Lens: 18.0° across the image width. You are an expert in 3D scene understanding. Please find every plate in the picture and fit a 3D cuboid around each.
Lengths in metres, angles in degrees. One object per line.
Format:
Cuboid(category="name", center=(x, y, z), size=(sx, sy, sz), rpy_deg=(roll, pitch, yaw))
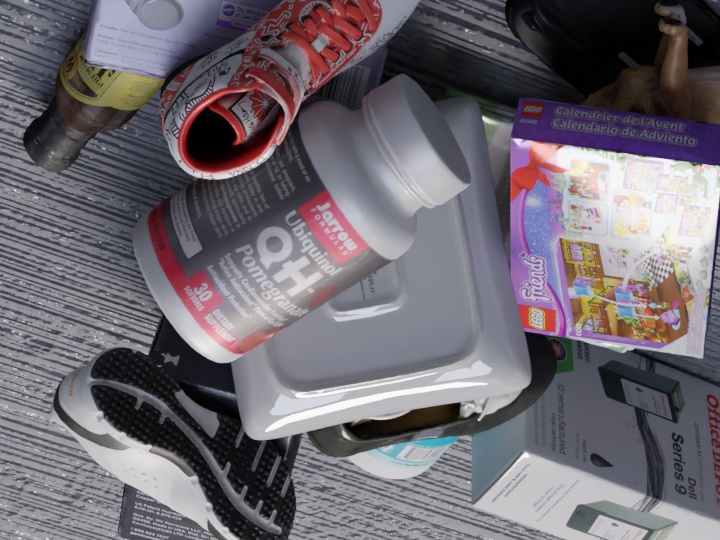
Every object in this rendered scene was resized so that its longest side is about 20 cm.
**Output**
Cuboid(category="plate", center=(0.000, 0.000, 1.510), size=(0.199, 0.032, 0.201), rpy_deg=(-11, 93, 3))

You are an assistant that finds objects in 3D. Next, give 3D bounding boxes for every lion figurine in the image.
Cuboid(category="lion figurine", center=(0.240, -0.113, 1.498), size=(0.198, 0.073, 0.123), rpy_deg=(1, 115, -3))

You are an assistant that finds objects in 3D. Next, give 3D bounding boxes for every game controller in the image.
Cuboid(category="game controller", center=(0.192, -0.149, 1.538), size=(0.104, 0.042, 0.200), rpy_deg=(-41, 124, 21))

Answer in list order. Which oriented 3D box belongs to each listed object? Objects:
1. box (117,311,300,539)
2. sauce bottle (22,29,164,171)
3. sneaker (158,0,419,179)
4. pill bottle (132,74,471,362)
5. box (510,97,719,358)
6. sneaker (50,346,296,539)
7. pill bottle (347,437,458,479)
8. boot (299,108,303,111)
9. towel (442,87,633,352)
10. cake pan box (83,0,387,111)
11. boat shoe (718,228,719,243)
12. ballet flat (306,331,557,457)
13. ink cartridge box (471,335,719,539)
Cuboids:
Cuboid(category="box", center=(-0.092, 0.078, 1.668), size=(0.117, 0.197, 0.201), rpy_deg=(14, 138, 1))
Cuboid(category="sauce bottle", center=(-0.165, -0.138, 1.543), size=(0.064, 0.065, 0.200), rpy_deg=(26, 132, -23))
Cuboid(category="sneaker", center=(-0.034, -0.128, 1.375), size=(0.201, 0.108, 0.067), rpy_deg=(-33, 113, 8))
Cuboid(category="pill bottle", center=(-0.034, -0.036, 1.426), size=(0.199, 0.111, 0.111), rpy_deg=(-32, 129, 15))
Cuboid(category="box", center=(0.168, -0.025, 1.504), size=(0.136, 0.039, 0.201), rpy_deg=(8, 142, 10))
Cuboid(category="sneaker", center=(-0.125, 0.124, 1.541), size=(0.200, 0.074, 0.080), rpy_deg=(44, 144, -23))
Cuboid(category="pill bottle", center=(0.059, 0.063, 1.719), size=(0.110, 0.111, 0.200), rpy_deg=(22, 134, -20))
Cuboid(category="boot", center=(-0.048, -0.113, 1.567), size=(0.200, 0.071, 0.146), rpy_deg=(40, 135, -25))
Cuboid(category="towel", center=(0.128, -0.032, 1.605), size=(0.199, 0.031, 0.150), rpy_deg=(15, 99, -19))
Cuboid(category="cake pan box", center=(-0.060, -0.202, 1.426), size=(0.199, 0.052, 0.185), rpy_deg=(10, 114, -9))
Cuboid(category="boat shoe", center=(0.288, -0.067, 1.576), size=(0.199, 0.066, 0.074), rpy_deg=(-15, 168, -26))
Cuboid(category="ballet flat", center=(0.058, 0.085, 1.581), size=(0.199, 0.068, 0.068), rpy_deg=(-19, 173, -20))
Cuboid(category="ink cartridge box", center=(0.190, 0.136, 1.765), size=(0.199, 0.147, 0.084), rpy_deg=(20, 134, -20))
